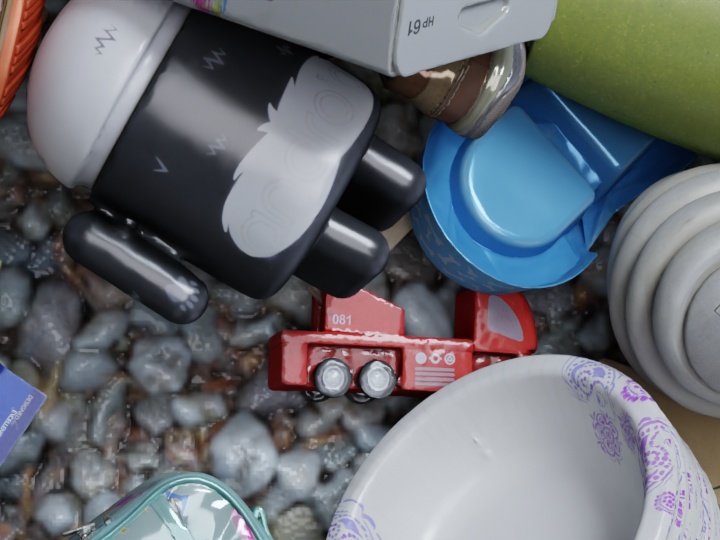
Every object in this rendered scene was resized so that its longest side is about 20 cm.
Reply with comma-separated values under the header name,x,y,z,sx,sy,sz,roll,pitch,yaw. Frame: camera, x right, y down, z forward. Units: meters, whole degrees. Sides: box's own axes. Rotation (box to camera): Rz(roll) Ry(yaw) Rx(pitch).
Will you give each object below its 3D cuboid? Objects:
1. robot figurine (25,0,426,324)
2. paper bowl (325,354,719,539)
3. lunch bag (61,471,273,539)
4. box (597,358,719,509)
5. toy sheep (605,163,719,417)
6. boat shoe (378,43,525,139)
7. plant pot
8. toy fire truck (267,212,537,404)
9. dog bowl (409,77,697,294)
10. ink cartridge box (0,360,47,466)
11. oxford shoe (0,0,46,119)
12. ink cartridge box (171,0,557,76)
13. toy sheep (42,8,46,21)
name,x,y,z,sx,sy,sz,roll,pitch,yaw
robot figurine,-0.069,-0.065,1.015,0.199,0.151,0.125,30,123,-6
paper bowl,0.087,0.151,1.029,0.201,0.200,0.104,-51,128,-11
lunch bag,-0.086,0.208,1.058,0.160,0.077,0.201,-38,94,-11
box,0.176,0.150,1.065,0.021,0.199,0.165,24,88,-49
toy sheep,0.189,0.014,1.033,0.136,0.200,0.139,-2,105,-9
boat shoe,0.032,-0.153,1.068,0.071,0.201,0.076,16,125,-24
plant pot,0.181,-0.137,1.054,0.198,0.187,0.189,5,84,-9
toy fire truck,0.000,0.000,1.109,0.198,0.049,0.143,3,83,-12
dog bowl,0.103,-0.064,1.110,0.112,0.050,0.200,48,61,-2
ink cartridge box,-0.261,0.045,1.010,0.199,0.039,0.100,34,78,-8
oxford shoe,-0.204,-0.087,0.990,0.072,0.071,0.201,22,107,-3
ink cartridge box,-0.019,-0.166,0.955,0.199,0.144,0.085,23,117,28
toy sheep,-0.186,-0.199,1.043,0.138,0.138,0.200,42,85,-5
